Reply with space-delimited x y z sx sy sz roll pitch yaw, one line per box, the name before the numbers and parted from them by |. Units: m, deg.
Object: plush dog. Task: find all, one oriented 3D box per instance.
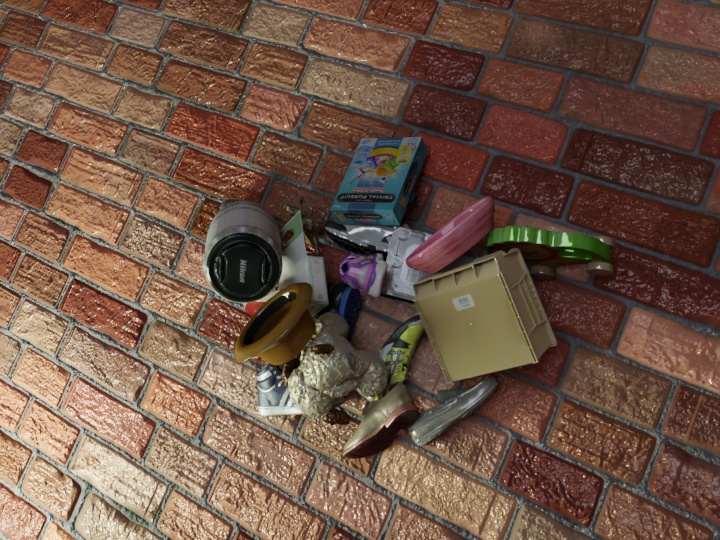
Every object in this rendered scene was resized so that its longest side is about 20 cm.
plush dog | -0.071 0.203 1.519 0.200 0.159 0.174 43 115 25

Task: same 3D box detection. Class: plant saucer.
plant saucer | 0.173 -0.058 1.471 0.199 0.201 0.051 -37 92 9

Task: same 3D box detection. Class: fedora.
fedora | -0.148 0.114 1.496 0.199 0.082 0.202 -37 23 18

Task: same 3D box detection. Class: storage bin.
storage bin | 0.218 0.081 1.440 0.197 0.093 0.203 -19 97 39

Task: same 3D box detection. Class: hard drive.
hard drive | 0.145 0.002 1.576 0.195 0.038 0.143 14 79 8

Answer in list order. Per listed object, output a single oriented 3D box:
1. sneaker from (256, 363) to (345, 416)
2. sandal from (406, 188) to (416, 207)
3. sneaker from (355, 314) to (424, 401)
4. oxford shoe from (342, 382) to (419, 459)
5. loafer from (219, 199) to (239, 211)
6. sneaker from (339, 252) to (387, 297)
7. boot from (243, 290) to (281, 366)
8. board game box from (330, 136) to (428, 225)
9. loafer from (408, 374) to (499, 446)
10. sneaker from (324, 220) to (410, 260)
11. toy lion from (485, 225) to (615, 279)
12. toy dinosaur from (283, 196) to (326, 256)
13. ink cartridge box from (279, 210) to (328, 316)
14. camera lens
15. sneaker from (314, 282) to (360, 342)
sneaker | -0.128 0.233 1.621 0.195 0.070 0.112 -9 89 23
sandal | 0.036 -0.137 1.693 0.196 0.045 0.076 -13 47 31
sneaker | 0.074 0.176 1.574 0.076 0.075 0.202 39 100 16
oxford shoe | 0.034 0.294 1.540 0.199 0.070 0.076 -42 49 26
loafer | -0.280 -0.071 1.782 0.068 0.075 0.205 -14 68 34
sneaker | 0.000 0.000 1.581 0.086 0.200 0.083 14 93 -4
boot | -0.193 0.121 1.644 0.198 0.071 0.148 -7 71 56
board game box | 0.040 -0.188 1.658 0.148 0.047 0.203 3 54 30
loafer | 0.171 0.252 1.503 0.198 0.070 0.071 -37 72 9
sneaker | 0.018 -0.076 1.672 0.195 0.074 0.082 16 76 17
toy lion | 0.332 -0.041 1.440 0.197 0.189 0.071 -4 72 45
toy dinosaur | -0.105 -0.088 1.714 0.057 0.102 0.203 -11 55 -23
ink cartridge box | -0.127 -0.002 1.675 0.145 0.047 0.205 -37 53 53
camera lens | -0.239 -0.041 1.634 0.158 0.161 0.201 -35 24 9
sneaker | -0.063 0.124 1.647 0.077 0.070 0.205 12 79 38
